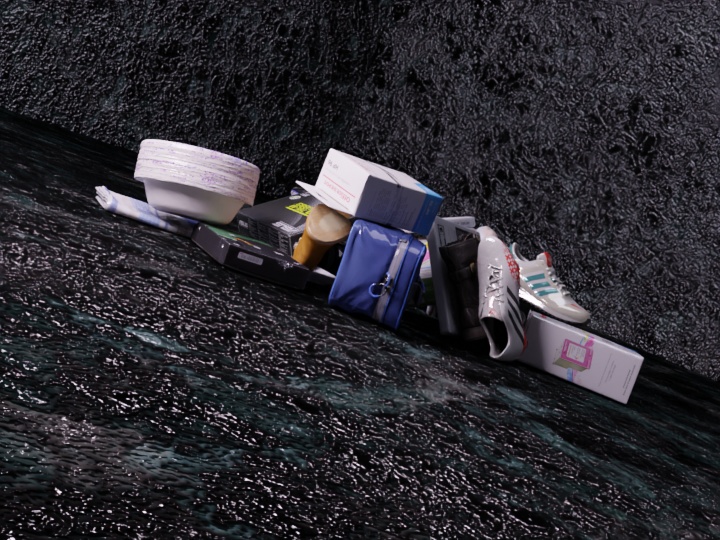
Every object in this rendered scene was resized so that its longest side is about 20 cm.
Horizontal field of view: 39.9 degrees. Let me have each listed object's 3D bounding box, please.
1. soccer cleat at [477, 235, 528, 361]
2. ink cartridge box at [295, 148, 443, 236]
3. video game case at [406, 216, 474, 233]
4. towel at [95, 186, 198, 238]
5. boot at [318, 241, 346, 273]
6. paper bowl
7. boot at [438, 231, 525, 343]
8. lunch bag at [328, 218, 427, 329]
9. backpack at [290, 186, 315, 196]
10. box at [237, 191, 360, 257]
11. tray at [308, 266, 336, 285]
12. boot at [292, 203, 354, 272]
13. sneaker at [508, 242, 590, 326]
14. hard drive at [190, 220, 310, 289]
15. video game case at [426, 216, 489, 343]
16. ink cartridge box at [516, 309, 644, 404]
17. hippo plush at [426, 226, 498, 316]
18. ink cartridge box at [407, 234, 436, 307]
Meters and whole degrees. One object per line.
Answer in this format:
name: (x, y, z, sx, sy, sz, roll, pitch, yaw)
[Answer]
soccer cleat: (0.218, 0.046, 1.583, 0.068, 0.204, 0.085, -10, -1, 37)
ink cartridge box: (0.014, -0.122, 1.505, 0.198, 0.069, 0.116, 13, 17, -41)
video game case: (0.088, -0.081, 1.863, 0.197, 0.024, 0.181, -3, 3, 35)
towel: (-0.340, -0.092, 1.651, 0.197, 0.024, 0.147, 19, 6, -24)
boot: (-0.041, -0.027, 1.888, 0.166, 0.078, 0.199, 14, 1, -30)
paper bowl: (-0.268, -0.138, 1.611, 0.197, 0.106, 0.201, 13, -1, 0)
boot: (0.206, 0.021, 1.668, 0.068, 0.177, 0.199, -15, -2, 32)
lunch bag: (0.037, 0.005, 1.488, 0.130, 0.138, 0.200, 19, 7, 2)
backpack: (-0.078, -0.101, 2.146, 0.188, 0.156, 0.200, 28, -4, -15)
box: (-0.096, -0.091, 1.791, 0.191, 0.048, 0.199, -16, 24, -30)
tray: (-0.123, -0.013, 1.714, 0.106, 0.023, 0.199, 17, 6, -37)
boot: (-0.068, -0.040, 1.544, 0.070, 0.145, 0.202, 36, 27, -1)
sneaker: (0.328, 0.021, 1.754, 0.198, 0.095, 0.070, 30, 7, 26)
hard drive: (-0.174, -0.025, 1.530, 0.138, 0.038, 0.200, 19, 6, -27)
video game case: (0.172, 0.018, 1.703, 0.023, 0.204, 0.181, -16, -16, 31)
ink cartridge box: (0.366, 0.143, 1.686, 0.197, 0.086, 0.144, 23, 4, 9)
hippo plush: (0.176, -0.001, 1.866, 0.159, 0.163, 0.198, -5, -5, -45)
ink cartridge box: (0.122, -0.019, 1.763, 0.102, 0.060, 0.201, -8, 33, 27)
